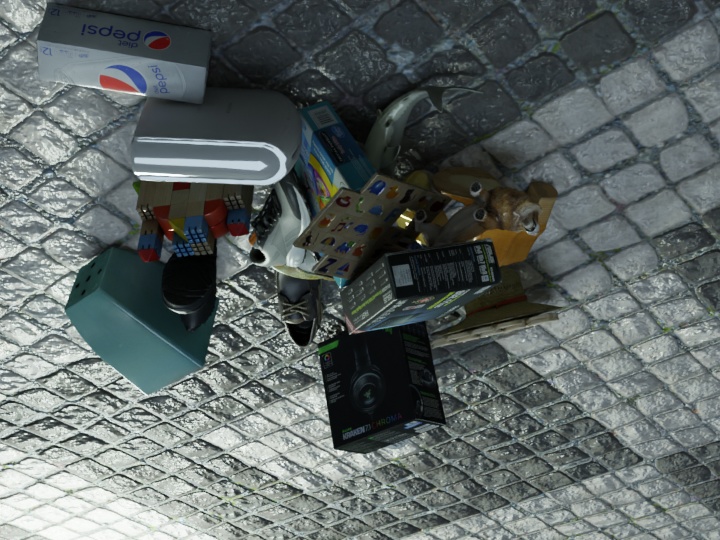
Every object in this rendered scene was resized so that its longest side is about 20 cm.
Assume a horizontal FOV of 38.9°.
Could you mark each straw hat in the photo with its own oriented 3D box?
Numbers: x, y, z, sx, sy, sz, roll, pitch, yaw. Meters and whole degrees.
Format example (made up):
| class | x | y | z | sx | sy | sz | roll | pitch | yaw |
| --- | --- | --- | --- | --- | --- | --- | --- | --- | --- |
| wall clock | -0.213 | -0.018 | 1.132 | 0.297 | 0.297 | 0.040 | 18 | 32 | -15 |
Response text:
| class | x | y | z | sx | sy | sz | roll | pitch | yaw |
| --- | --- | --- | --- | --- | --- | --- | --- | --- | --- |
| straw hat | 0.206 | 0.040 | 1.574 | 0.199 | 0.086 | 0.201 | -13 | 173 | -1 |

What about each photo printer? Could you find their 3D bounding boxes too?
| class | x | y | z | sx | sy | sz | roll | pitch | yaw |
| --- | --- | --- | --- | --- | --- | --- | --- | --- | --- |
| photo printer | -0.171 | -0.168 | 1.255 | 0.197 | 0.167 | 0.070 | 3 | 123 | -2 |

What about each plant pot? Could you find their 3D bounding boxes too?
| class | x | y | z | sx | sy | sz | roll | pitch | yaw |
| --- | --- | --- | --- | --- | --- | --- | --- | --- | --- |
| plant pot | -0.350 | 0.068 | 1.594 | 0.141 | 0.142 | 0.200 | -28 | 127 | 32 |

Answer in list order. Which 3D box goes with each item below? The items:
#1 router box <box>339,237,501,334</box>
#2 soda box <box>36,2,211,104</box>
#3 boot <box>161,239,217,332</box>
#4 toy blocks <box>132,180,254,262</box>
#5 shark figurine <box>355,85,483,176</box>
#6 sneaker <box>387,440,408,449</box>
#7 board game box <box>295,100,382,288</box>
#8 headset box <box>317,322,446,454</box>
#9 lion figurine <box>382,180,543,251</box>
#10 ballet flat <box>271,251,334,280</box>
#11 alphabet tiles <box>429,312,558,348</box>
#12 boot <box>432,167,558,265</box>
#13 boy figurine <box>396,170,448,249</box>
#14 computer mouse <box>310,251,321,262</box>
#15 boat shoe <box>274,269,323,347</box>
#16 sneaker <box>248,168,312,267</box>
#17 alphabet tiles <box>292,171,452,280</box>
| class | x | y | z | sx | sy | sz | roll | pitch | yaw |
| --- | --- | --- | --- | --- | --- | --- | --- | --- | --- |
| router box | 0.074 | 0.023 | 1.331 | 0.148 | 0.063 | 0.200 | -10 | 168 | -21 |
| soda box | -0.280 | -0.257 | 1.217 | 0.197 | 0.069 | 0.064 | 7 | 143 | -10 |
| boot | -0.246 | 0.026 | 1.490 | 0.072 | 0.200 | 0.163 | 8 | 136 | -4 |
| toy blocks | -0.227 | -0.081 | 1.389 | 0.197 | 0.138 | 0.100 | -7 | 142 | 9 |
| shark figurine | 0.058 | -0.180 | 1.329 | 0.089 | 0.129 | 0.215 | 2 | 132 | -45 |
| sneaker | 0.042 | 0.222 | 1.841 | 0.077 | 0.080 | 0.202 | -10 | 117 | 5 |
| board game box | -0.035 | -0.097 | 1.351 | 0.047 | 0.152 | 0.201 | -20 | 147 | -20 |
| headset box | 0.032 | 0.180 | 1.685 | 0.173 | 0.202 | 0.092 | -24 | 153 | 31 |
| lion figurine | 0.138 | -0.058 | 1.349 | 0.198 | 0.073 | 0.122 | -20 | 163 | 22 |
| ballet flat | -0.044 | -0.016 | 1.525 | 0.198 | 0.071 | 0.071 | 14 | 141 | -23 |
| alphabet tiles | 0.215 | 0.097 | 1.631 | 0.198 | 0.015 | 0.195 | -14 | 173 | 19 |
| boot | 0.174 | -0.066 | 1.447 | 0.199 | 0.071 | 0.145 | 6 | 133 | -20 |
| boy figurine | 0.083 | -0.062 | 1.440 | 0.124 | 0.064 | 0.201 | 38 | 159 | 22 |
| computer mouse | 0.000 | 0.000 | 1.492 | 0.199 | 0.034 | 0.059 | 31 | 98 | -32 |
| boat shoe | -0.094 | 0.050 | 1.612 | 0.074 | 0.074 | 0.201 | -5 | 142 | 7 |
| sneaker | -0.112 | -0.064 | 1.395 | 0.078 | 0.075 | 0.201 | -11 | 148 | -17 |
| alphabet tiles | 0.008 | -0.052 | 1.301 | 0.167 | 0.008 | 0.199 | -47 | 147 | 23 |
